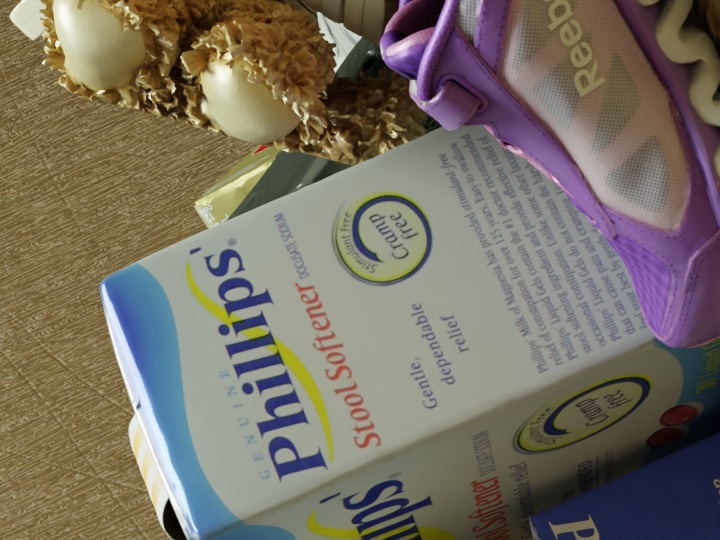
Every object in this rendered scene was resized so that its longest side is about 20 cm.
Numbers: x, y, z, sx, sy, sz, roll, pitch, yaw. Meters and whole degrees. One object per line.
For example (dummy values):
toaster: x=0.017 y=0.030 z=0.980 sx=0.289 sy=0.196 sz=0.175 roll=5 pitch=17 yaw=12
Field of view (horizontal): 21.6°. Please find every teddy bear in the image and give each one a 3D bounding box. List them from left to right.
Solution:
teddy bear: x=-0.047 y=-0.081 z=0.662 sx=0.200 sy=0.144 sz=0.067 roll=3 pitch=-76 yaw=-70

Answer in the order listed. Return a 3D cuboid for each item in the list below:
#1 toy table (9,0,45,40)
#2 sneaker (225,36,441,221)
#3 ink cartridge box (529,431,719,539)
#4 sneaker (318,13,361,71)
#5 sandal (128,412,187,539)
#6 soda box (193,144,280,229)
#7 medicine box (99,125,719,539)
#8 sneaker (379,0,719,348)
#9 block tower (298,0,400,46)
toy table: x=-0.104 y=-0.207 z=0.988 sx=0.183 sy=0.200 sz=0.117 roll=33 pitch=-152 yaw=-6
sneaker: x=0.000 y=0.000 z=0.795 sx=0.114 sy=0.200 sz=0.076 roll=38 pitch=180 yaw=-21
ink cartridge box: x=0.141 y=0.159 z=0.649 sx=0.044 sy=0.094 sz=0.201 roll=72 pitch=173 yaw=-63
sneaker: x=0.017 y=-0.081 z=1.027 sx=0.201 sy=0.099 sz=0.075 roll=66 pitch=176 yaw=-34
sandal: x=-0.055 y=0.096 z=0.818 sx=0.207 sy=0.059 sz=0.079 roll=45 pitch=141 yaw=37
soda box: x=-0.015 y=-0.061 z=1.081 sx=0.068 sy=0.064 sz=0.200 roll=57 pitch=-147 yaw=-11
medicine box: x=0.029 y=0.039 z=0.694 sx=0.182 sy=0.199 sz=0.103 roll=71 pitch=175 yaw=-66
sneaker: x=0.054 y=-0.060 z=0.541 sx=0.081 sy=0.088 sz=0.201 roll=-122 pitch=8 yaw=-65
block tower: x=-0.012 y=-0.128 z=0.645 sx=0.200 sy=0.058 sz=0.054 roll=35 pitch=132 yaw=38
